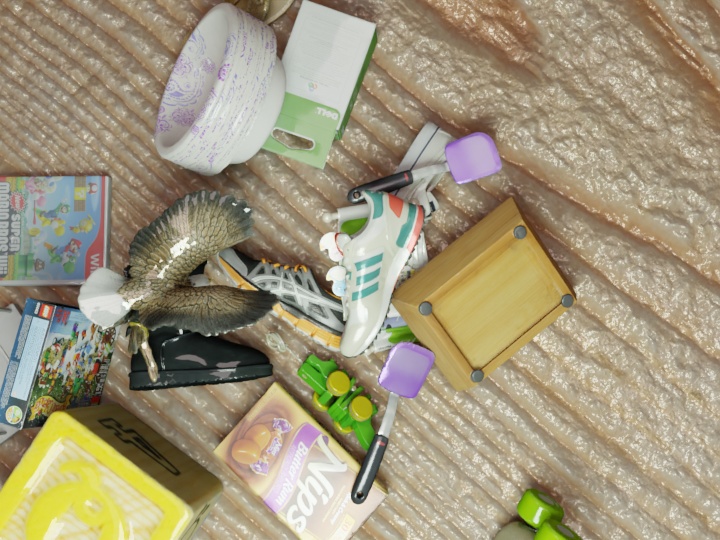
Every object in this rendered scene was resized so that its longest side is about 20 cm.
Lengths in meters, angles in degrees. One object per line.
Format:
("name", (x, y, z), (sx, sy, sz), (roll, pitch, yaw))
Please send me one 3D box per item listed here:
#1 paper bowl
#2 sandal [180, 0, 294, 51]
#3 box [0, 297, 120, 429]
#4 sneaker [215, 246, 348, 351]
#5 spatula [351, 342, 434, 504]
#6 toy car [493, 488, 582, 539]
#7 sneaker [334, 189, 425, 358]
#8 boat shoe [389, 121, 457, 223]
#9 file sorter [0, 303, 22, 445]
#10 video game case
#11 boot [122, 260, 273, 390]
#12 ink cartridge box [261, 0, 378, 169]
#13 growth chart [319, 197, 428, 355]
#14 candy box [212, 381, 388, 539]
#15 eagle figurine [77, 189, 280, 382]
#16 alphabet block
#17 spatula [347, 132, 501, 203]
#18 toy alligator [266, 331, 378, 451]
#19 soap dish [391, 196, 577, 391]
("paper bowl", (-0.165, -0.215, 1.068), (0.103, 0.200, 0.204), (22, 85, -30))
("sandal", (-0.155, -0.352, 1.134), (0.212, 0.070, 0.078), (-44, 85, -3))
("box", (-0.354, 0.111, 1.030), (0.037, 0.200, 0.139), (13, 85, 7))
("sneaker", (-0.094, 0.022, 1.098), (0.198, 0.078, 0.078), (33, 84, -5))
("spatula", (0.030, 0.185, 1.047), (0.056, 0.021, 0.203), (23, 81, -11))
("toy car", (0.251, 0.389, 1.021), (0.198, 0.158, 0.166), (28, 98, -8))
("sneaker", (0.000, 0.000, 1.027), (0.092, 0.070, 0.202), (23, 93, -11))
("boat shoe", (0.066, -0.090, 1.106), (0.069, 0.071, 0.202), (30, 80, 7))
("file sorter", (-0.494, 0.153, 1.069), (0.199, 0.125, 0.140), (-37, 84, -2))
("video game case", (-0.429, -0.052, 1.140), (0.196, 0.017, 0.146), (0, 84, 1))
("boot", (-0.212, 0.064, 1.100), (0.194, 0.073, 0.166), (-4, 79, 0))
("ink cartridge box", (-0.058, -0.235, 1.125), (0.102, 0.059, 0.203), (19, 86, 4))
("growth chart", (0.030, 0.008, 1.077), (0.143, 0.018, 0.203), (-18, 106, -12))
("candy box", (-0.073, 0.250, 1.082), (0.200, 0.056, 0.117), (43, 86, 3))
("eagle figurine", (-0.207, 0.014, 1.002), (0.198, 0.152, 0.152), (-27, 115, 31))
("alphabet block", (-0.301, 0.288, 1.012), (0.195, 0.200, 0.197), (33, 87, 4))
("spatula", (0.076, -0.120, 1.069), (0.197, 0.021, 0.057), (-18, 85, -10))
("toy alligator", (-0.036, 0.141, 1.094), (0.200, 0.059, 0.054), (47, 47, 5))
("soap dish", (0.157, 0.034, 1.061), (0.199, 0.081, 0.158), (-38, 105, -2))
